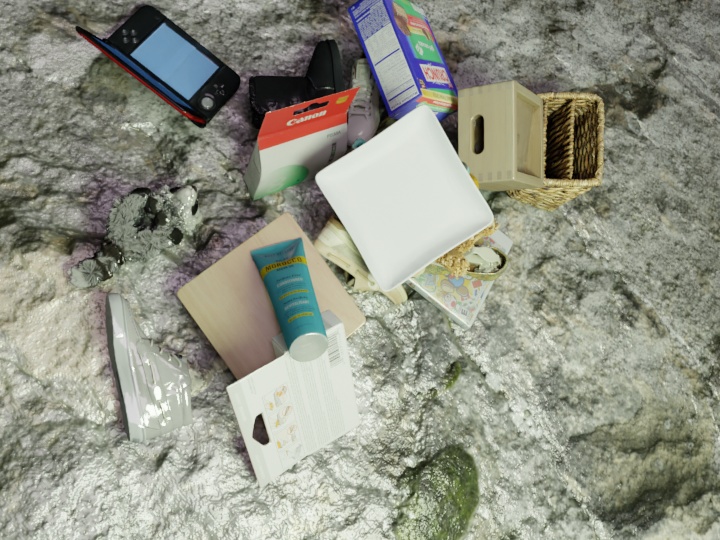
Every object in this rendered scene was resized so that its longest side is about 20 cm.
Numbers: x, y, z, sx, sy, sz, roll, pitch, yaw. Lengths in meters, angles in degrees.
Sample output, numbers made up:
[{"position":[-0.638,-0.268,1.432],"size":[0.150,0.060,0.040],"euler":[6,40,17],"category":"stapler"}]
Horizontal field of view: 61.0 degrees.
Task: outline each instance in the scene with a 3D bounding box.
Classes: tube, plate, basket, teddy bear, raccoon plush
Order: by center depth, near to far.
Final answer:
[{"position":[-0.091,0.029,0.811],"size":[0.076,0.051,0.201],"euler":[-12,44,-13],"category":"tube"},{"position":[-0.322,-0.062,0.887],"size":[0.197,0.134,0.098],"euler":[-23,100,6],"category":"raccoon plush"},{"position":[0.065,-0.105,0.898],"size":[0.198,0.032,0.201],"euler":[-33,93,0],"category":"plate"},{"position":[0.128,-0.048,0.980],"size":[0.144,0.067,0.200],"euler":[31,60,22],"category":"teddy bear"},{"position":[0.359,-0.239,1.159],"size":[0.140,0.149,0.204],"euler":[17,70,-16],"category":"basket"}]

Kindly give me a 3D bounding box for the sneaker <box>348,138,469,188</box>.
[{"position":[0.068,-0.162,0.941],"size":[0.196,0.092,0.078],"euler":[2,47,15],"category":"sneaker"}]

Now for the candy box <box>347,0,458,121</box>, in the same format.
[{"position":[0.081,-0.361,1.049],"size":[0.168,0.076,0.203],"euler":[-13,81,-57],"category":"candy box"}]

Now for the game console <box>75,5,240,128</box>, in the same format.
[{"position":[-0.297,-0.326,0.936],"size":[0.199,0.119,0.174],"euler":[37,65,-8],"category":"game console"}]

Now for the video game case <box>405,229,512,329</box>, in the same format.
[{"position":[0.164,-0.029,1.087],"size":[0.181,0.023,0.201],"euler":[37,65,-8],"category":"video game case"}]

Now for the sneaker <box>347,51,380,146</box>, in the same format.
[{"position":[0.000,-0.312,1.062],"size":[0.071,0.085,0.203],"euler":[5,62,14],"category":"sneaker"}]

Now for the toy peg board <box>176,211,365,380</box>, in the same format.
[{"position":[-0.130,0.059,0.916],"size":[0.198,0.098,0.201],"euler":[-37,88,-11],"category":"toy peg board"}]

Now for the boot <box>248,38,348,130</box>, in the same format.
[{"position":[-0.109,-0.313,1.035],"size":[0.159,0.074,0.201],"euler":[-5,60,-8],"category":"boot"}]

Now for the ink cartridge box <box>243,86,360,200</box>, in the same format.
[{"position":[-0.086,-0.190,0.934],"size":[0.159,0.200,0.051],"euler":[-24,84,-25],"category":"ink cartridge box"}]

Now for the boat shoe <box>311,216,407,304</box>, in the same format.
[{"position":[0.000,0.000,0.969],"size":[0.065,0.072,0.200],"euler":[-48,126,-2],"category":"boat shoe"}]

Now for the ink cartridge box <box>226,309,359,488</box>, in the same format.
[{"position":[-0.091,0.177,0.840],"size":[0.174,0.045,0.203],"euler":[-26,128,-24],"category":"ink cartridge box"}]

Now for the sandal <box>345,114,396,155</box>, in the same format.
[{"position":[0.057,-0.246,1.091],"size":[0.199,0.054,0.081],"euler":[-35,89,-27],"category":"sandal"}]

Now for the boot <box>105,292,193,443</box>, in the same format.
[{"position":[-0.288,0.125,0.839],"size":[0.094,0.073,0.204],"euler":[-10,87,-30],"category":"boot"}]

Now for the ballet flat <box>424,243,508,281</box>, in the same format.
[{"position":[0.164,-0.026,1.037],"size":[0.196,0.071,0.072],"euler":[10,71,-19],"category":"ballet flat"}]

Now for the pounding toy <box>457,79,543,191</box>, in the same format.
[{"position":[0.235,-0.247,1.078],"size":[0.183,0.140,0.204],"euler":[-3,92,-56],"category":"pounding toy"}]

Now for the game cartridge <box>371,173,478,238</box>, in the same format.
[{"position":[0.064,-0.140,1.004],"size":[0.198,0.033,0.177],"euler":[-26,47,-16],"category":"game cartridge"}]
